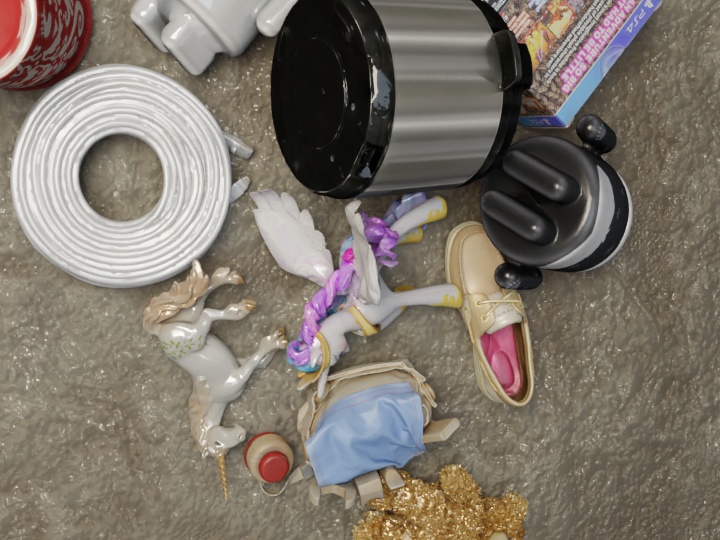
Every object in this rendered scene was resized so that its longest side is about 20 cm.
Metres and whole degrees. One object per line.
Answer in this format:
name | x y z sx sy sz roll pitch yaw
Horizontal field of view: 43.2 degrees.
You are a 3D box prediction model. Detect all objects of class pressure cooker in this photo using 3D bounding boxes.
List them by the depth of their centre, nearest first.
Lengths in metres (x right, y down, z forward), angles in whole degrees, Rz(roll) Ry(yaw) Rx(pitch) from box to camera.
pressure cooker | 0.040 -0.152 0.783 0.198 0.176 0.181 -8 131 -33

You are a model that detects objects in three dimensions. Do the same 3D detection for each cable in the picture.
cable | -0.213 -0.082 0.820 0.199 0.069 0.201 37 87 -18

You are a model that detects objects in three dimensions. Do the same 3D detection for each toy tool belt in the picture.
toy tool belt | -0.011 0.168 0.884 0.198 0.123 0.126 -24 113 -12

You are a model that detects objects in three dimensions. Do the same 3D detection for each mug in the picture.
mug | -0.293 -0.221 0.697 0.131 0.200 0.180 -17 107 -4

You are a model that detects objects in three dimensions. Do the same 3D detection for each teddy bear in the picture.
teddy bear | 0.088 0.272 0.966 0.199 0.067 0.146 32 91 -18

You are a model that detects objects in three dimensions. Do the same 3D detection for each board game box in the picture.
board game box | 0.162 -0.266 0.890 0.199 0.097 0.160 40 86 -18

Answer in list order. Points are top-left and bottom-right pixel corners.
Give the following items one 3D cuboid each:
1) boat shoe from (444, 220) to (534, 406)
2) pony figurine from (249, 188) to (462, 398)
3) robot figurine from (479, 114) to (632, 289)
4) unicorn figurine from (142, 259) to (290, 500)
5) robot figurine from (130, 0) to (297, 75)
boat shoe | 0.143 0.047 0.946 0.073 0.069 0.203 -21 104 -12
pony figurine | 0.000 0.000 0.860 0.199 0.165 0.196 -30 121 -32
robot figurine | 0.190 -0.062 0.886 0.149 0.199 0.127 -24 75 28
unicorn figurine | -0.135 0.091 0.872 0.137 0.074 0.201 -36 106 0
robot figurine | -0.113 -0.272 0.799 0.169 0.113 0.201 38 87 16
